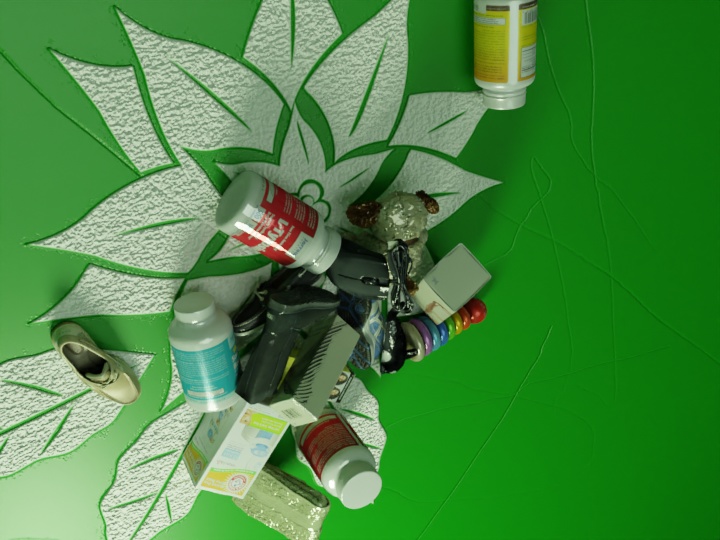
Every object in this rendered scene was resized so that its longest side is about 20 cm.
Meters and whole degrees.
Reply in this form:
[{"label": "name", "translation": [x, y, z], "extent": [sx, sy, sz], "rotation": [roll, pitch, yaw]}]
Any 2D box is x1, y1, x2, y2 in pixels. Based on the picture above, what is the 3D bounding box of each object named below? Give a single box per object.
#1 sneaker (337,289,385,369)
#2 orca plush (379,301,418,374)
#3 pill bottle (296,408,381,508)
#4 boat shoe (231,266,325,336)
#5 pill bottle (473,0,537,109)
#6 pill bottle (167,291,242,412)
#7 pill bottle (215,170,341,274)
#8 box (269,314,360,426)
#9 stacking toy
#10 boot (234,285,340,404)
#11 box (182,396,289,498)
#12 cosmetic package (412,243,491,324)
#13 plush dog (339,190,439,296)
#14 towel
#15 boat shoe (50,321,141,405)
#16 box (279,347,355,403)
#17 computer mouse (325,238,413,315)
[{"label": "sneaker", "translation": [0.006, 0.088, 1.565], "extent": [0.077, 0.076, 0.201], "rotation": [-32, 127, -50]}, {"label": "orca plush", "translation": [0.082, 0.141, 1.587], "extent": [0.071, 0.105, 0.201], "rotation": [9, 128, 5]}, {"label": "pill bottle", "translation": [-0.041, 0.369, 1.580], "extent": [0.112, 0.200, 0.113], "rotation": [-12, 119, -23]}, {"label": "boat shoe", "translation": [-0.154, 0.041, 1.441], "extent": [0.200, 0.074, 0.060], "rotation": [-34, 126, -13]}, {"label": "pill bottle", "translation": [0.255, -0.393, 1.424], "extent": [0.109, 0.109, 0.201], "rotation": [-16, 121, -21]}, {"label": "pill bottle", "translation": [-0.270, 0.139, 1.403], "extent": [0.110, 0.111, 0.201], "rotation": [-19, 122, -20]}, {"label": "pill bottle", "translation": [-0.135, -0.074, 1.358], "extent": [0.200, 0.112, 0.112], "rotation": [30, 98, -30]}, {"label": "box", "translation": [-0.082, 0.182, 1.479], "extent": [0.068, 0.082, 0.200], "rotation": [43, 50, -20]}, {"label": "stacking toy", "translation": [0.178, 0.111, 1.658], "extent": [0.200, 0.085, 0.086], "rotation": [-23, 123, -22]}, {"label": "boot", "translation": [-0.127, 0.132, 1.422], "extent": [0.165, 0.066, 0.201], "rotation": [-3, 119, -48]}, {"label": "box", "translation": [-0.232, 0.312, 1.517], "extent": [0.112, 0.101, 0.200], "rotation": [27, 100, -35]}, {"label": "cosmetic package", "translation": [0.167, 0.030, 1.527], "extent": [0.103, 0.200, 0.087], "rotation": [-42, 84, -8]}, {"label": "plush dog", "translation": [0.061, -0.063, 1.442], "extent": [0.199, 0.161, 0.172], "rotation": [-14, 131, -21]}, {"label": "towel", "translation": [-0.159, 0.457, 1.584], "extent": [0.036, 0.200, 0.149], "rotation": [-44, 155, -54]}, {"label": "boat shoe", "translation": [-0.440, 0.169, 1.353], "extent": [0.072, 0.065, 0.200], "rotation": [-38, 126, -7]}, {"label": "box", "translation": [-0.111, 0.197, 1.557], "extent": [0.200, 0.050, 0.075], "rotation": [21, 103, -35]}, {"label": "computer mouse", "translation": [0.000, 0.000, 1.386], "extent": [0.053, 0.200, 0.139], "rotation": [-28, 122, -40]}]
